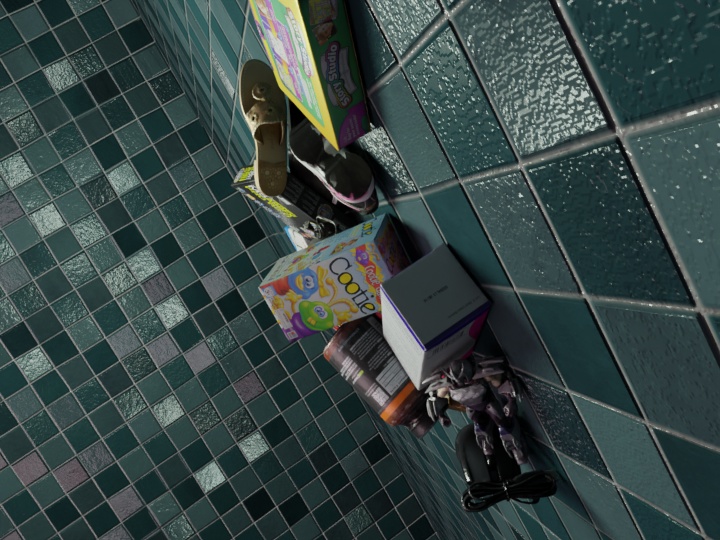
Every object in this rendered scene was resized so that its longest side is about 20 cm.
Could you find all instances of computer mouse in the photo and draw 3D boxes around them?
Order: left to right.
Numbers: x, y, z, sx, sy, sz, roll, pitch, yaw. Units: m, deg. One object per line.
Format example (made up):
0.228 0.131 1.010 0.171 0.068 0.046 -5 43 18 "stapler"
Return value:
0.195 0.273 0.901 0.200 0.135 0.054 -111 10 -78 "computer mouse"

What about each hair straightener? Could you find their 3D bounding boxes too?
-0.070 -0.054 1.062 0.076 0.042 0.200 30 168 -10 "hair straightener"

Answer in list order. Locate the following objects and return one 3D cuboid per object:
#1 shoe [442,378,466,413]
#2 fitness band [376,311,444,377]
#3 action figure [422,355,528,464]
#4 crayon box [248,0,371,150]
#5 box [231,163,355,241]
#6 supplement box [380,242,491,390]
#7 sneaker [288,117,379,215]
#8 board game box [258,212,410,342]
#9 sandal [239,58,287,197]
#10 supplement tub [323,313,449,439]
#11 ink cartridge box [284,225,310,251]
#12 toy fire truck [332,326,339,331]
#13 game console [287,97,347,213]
0.164 0.204 0.996 0.068 0.055 0.200 14 168 0 "shoe"
0.082 0.112 1.053 0.199 0.037 0.145 29 157 49 "fitness band"
0.162 0.181 0.809 0.128 0.070 0.201 -11 134 31 "action figure"
-0.067 -0.274 0.726 0.173 0.058 0.202 50 166 35 "crayon box"
-0.126 -0.122 1.116 0.198 0.045 0.159 35 167 -28 "box"
0.093 0.069 0.805 0.104 0.100 0.201 54 168 23 "supplement box"
-0.039 -0.150 0.895 0.202 0.079 0.087 58 -178 34 "sneaker"
-0.034 0.013 0.911 0.104 0.197 0.105 61 -156 -18 "board game box"
-0.140 -0.223 0.957 0.069 0.076 0.217 22 120 61 "sandal"
0.042 0.161 0.932 0.200 0.107 0.107 45 167 11 "supplement tub"
-0.086 -0.046 1.357 0.148 0.083 0.200 62 169 -16 "ink cartridge box"
0.012 0.114 1.070 0.141 0.049 0.199 44 168 -16 "toy fire truck"
-0.074 -0.204 1.053 0.173 0.118 0.200 28 169 -1 "game console"
